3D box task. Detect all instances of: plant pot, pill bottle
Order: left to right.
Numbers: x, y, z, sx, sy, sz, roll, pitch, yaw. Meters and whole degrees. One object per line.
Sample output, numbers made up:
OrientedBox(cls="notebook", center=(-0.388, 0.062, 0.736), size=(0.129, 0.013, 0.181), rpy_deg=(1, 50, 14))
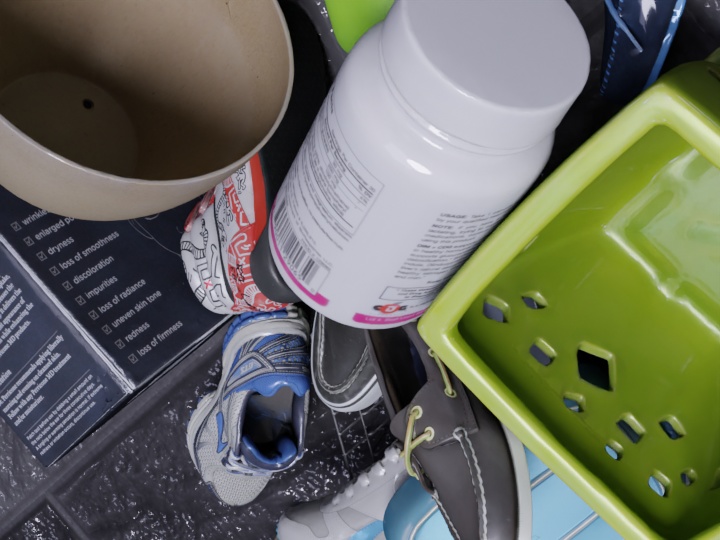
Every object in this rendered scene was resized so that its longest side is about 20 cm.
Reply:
OrientedBox(cls="plant pot", center=(-0.157, -0.109, 0.699), size=(0.200, 0.200, 0.134), rpy_deg=(49, 142, 0))
OrientedBox(cls="pill bottle", center=(0.031, -0.061, 0.622), size=(0.113, 0.113, 0.200), rpy_deg=(42, 145, 5))
OrientedBox(cls="plant pot", center=(0.185, 0.006, 0.638), size=(0.200, 0.181, 0.199), rpy_deg=(45, 126, 3))

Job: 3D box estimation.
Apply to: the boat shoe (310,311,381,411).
OrientedBox(cls="boat shoe", center=(0.000, 0.000, 0.779), size=(0.071, 0.064, 0.200), rpy_deg=(23, 105, 29))

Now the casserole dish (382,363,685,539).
OrientedBox(cls="casserole dish", center=(0.104, 0.145, 0.720), size=(0.200, 0.039, 0.121), rpy_deg=(-39, 93, 9))

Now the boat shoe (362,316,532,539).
OrientedBox(cls="boat shoe", center=(0.044, 0.086, 0.679), size=(0.060, 0.201, 0.072), rpy_deg=(5, 129, -17))

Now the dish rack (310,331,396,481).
OrientedBox(cls="dish rack", center=(0.049, 0.111, 0.849), size=(0.153, 0.055, 0.200), rpy_deg=(-6, 108, 30))

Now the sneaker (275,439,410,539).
OrientedBox(cls="sneaker", center=(0.030, 0.150, 0.805), size=(0.200, 0.076, 0.081), rpy_deg=(-15, 97, 26))

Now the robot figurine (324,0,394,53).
OrientedBox(cls="robot figurine", center=(0.026, -0.197, 0.668), size=(0.175, 0.116, 0.200), rpy_deg=(-7, 111, 26))

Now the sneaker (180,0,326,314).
OrientedBox(cls="sneaker", center=(-0.076, -0.070, 0.788), size=(0.108, 0.067, 0.202), rpy_deg=(-17, 73, 48))

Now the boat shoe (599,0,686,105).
OrientedBox(cls="boat shoe", center=(0.145, -0.189, 0.634), size=(0.068, 0.084, 0.200), rpy_deg=(10, 105, 4))

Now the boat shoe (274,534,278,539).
OrientedBox(cls="boat shoe", center=(-0.049, 0.292, 0.980), size=(0.068, 0.072, 0.200), rpy_deg=(24, 123, 19))

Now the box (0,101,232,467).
OrientedBox(cls="box", center=(-0.192, -0.009, 0.833), size=(0.197, 0.200, 0.124), rpy_deg=(50, 127, -1))

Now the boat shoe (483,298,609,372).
OrientedBox(cls="boat shoe", center=(0.120, 0.046, 0.765), size=(0.070, 0.066, 0.200), rpy_deg=(-32, 91, 40))

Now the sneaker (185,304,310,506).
OrientedBox(cls="sneaker", center=(-0.080, 0.120, 0.882), size=(0.077, 0.085, 0.200), rpy_deg=(-1, 134, -19))

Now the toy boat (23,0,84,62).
OrientedBox(cls="toy boat", center=(-0.258, -0.186, 0.812), size=(0.131, 0.131, 0.200), rpy_deg=(31, 130, -22))
